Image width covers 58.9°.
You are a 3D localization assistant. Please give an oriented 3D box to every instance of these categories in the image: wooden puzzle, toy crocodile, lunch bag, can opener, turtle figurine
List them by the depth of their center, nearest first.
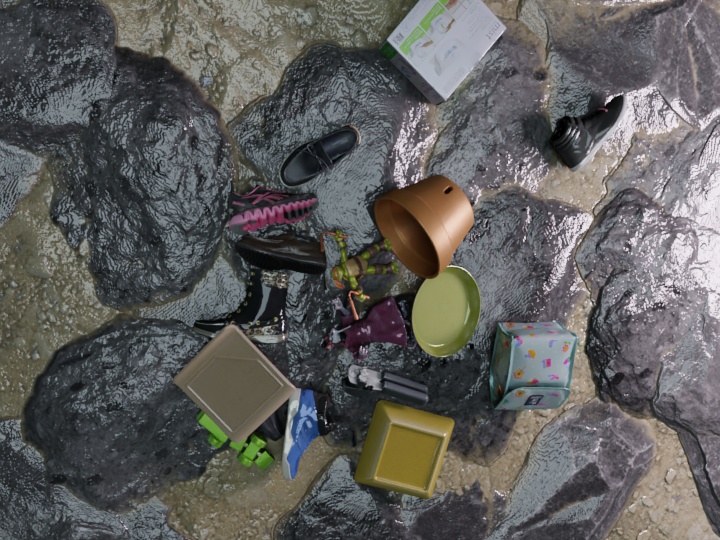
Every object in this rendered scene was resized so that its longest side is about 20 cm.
[{"bbox_3d":[-0.259,0.234,1.321,0.185,0.037,0.200,-43,100,13],"label":"wooden puzzle"},{"bbox_3d":[0.000,0.000,1.361,0.159,0.065,0.203,-16,73,-25],"label":"turtle figurine"},{"bbox_3d":[-0.268,0.364,1.390,0.199,0.062,0.068,36,91,-7],"label":"toy crocodile"},{"bbox_3d":[0.057,0.261,1.438,0.196,0.053,0.067,15,129,-9],"label":"can opener"},{"bbox_3d":[0.387,0.227,1.447,0.167,0.122,0.204,1,105,-12],"label":"lunch bag"}]

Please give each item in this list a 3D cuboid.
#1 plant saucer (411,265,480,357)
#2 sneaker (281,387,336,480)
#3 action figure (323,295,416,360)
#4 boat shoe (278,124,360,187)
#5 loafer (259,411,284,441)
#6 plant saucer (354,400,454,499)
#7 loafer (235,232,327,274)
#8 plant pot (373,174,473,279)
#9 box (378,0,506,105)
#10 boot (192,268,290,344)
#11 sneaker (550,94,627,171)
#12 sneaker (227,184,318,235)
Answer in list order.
[{"bbox_3d":[0.184,0.089,1.411,0.197,0.031,0.204,-6,101,-32],"label":"plant saucer"},{"bbox_3d":[-0.110,0.364,1.401,0.109,0.077,0.204,7,90,-1],"label":"sneaker"},{"bbox_3d":[0.012,0.126,1.398,0.196,0.149,0.136,-17,73,12],"label":"action figure"},{"bbox_3d":[-0.086,-0.242,1.337,0.198,0.062,0.075,-31,103,-3],"label":"boat shoe"},{"bbox_3d":[-0.208,0.271,1.378,0.069,0.068,0.204,-23,97,3],"label":"loafer"},{"bbox_3d":[0.106,0.420,1.460,0.196,0.048,0.204,16,94,-12],"label":"plant saucer"},{"bbox_3d":[-0.166,-0.043,1.354,0.196,0.073,0.072,12,61,-10],"label":"loafer"},{"bbox_3d":[0.142,-0.106,1.337,0.139,0.199,0.202,-38,102,-19],"label":"plant pot"},{"bbox_3d":[0.170,-0.484,1.330,0.176,0.097,0.201,40,89,-12],"label":"box"},{"bbox_3d":[-0.246,0.071,1.349,0.199,0.073,0.157,6,92,-10],"label":"boot"},{"bbox_3d":[0.505,-0.329,1.418,0.099,0.071,0.201,37,94,-17],"label":"sneaker"},{"bbox_3d":[-0.186,-0.144,1.331,0.196,0.079,0.097,-14,66,-19],"label":"sneaker"}]
